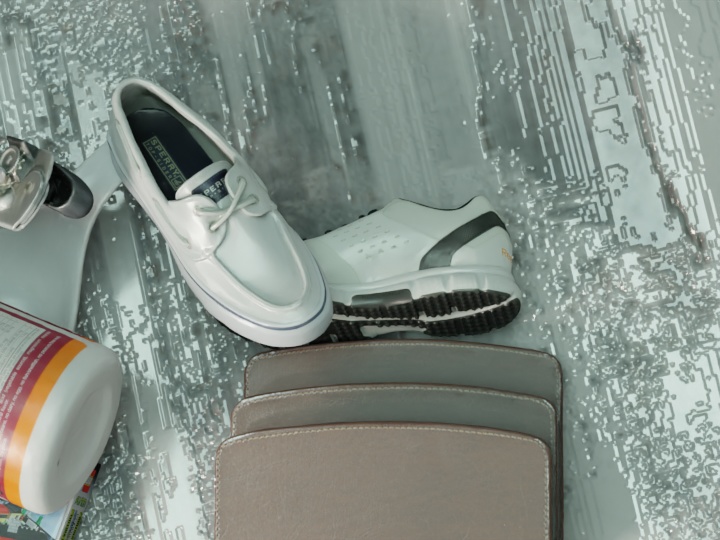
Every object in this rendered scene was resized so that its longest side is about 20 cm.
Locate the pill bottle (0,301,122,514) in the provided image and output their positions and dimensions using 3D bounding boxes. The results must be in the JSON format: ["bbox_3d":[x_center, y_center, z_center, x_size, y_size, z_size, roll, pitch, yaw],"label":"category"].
[{"bbox_3d":[-0.254,0.062,1.649,0.200,0.110,0.110,22,84,14],"label":"pill bottle"}]

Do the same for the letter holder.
[{"bbox_3d":[0.019,0.110,1.630,0.199,0.101,0.143,0,85,8],"label":"letter holder"}]

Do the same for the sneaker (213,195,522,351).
[{"bbox_3d":[0.000,0.000,1.684,0.199,0.074,0.080,-3,62,5],"label":"sneaker"}]

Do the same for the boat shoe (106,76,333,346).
[{"bbox_3d":[-0.091,-0.036,1.635,0.074,0.065,0.200,-38,65,-18],"label":"boat shoe"}]

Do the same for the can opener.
[{"bbox_3d":[-0.241,-0.059,1.700,0.200,0.067,0.053,17,81,50],"label":"can opener"}]

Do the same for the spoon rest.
[{"bbox_3d":[-0.197,-0.007,1.711,0.099,0.061,0.200,36,86,13],"label":"spoon rest"}]

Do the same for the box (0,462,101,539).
[{"bbox_3d":[-0.275,0.138,1.710,0.199,0.035,0.110,18,83,11],"label":"box"}]
